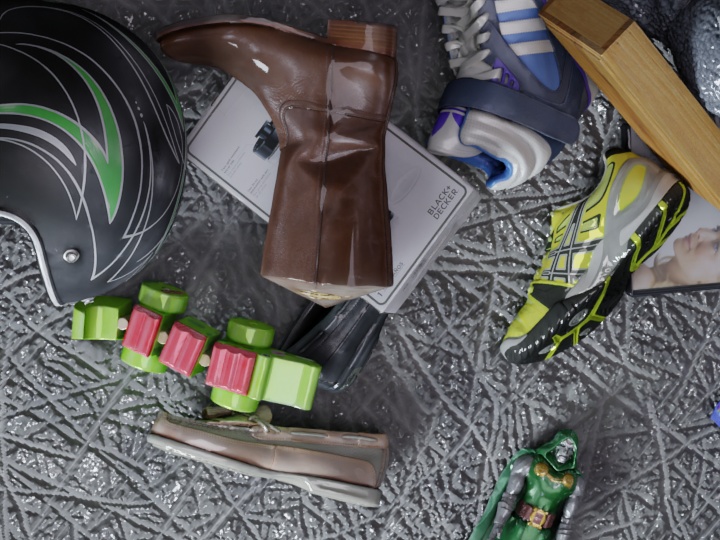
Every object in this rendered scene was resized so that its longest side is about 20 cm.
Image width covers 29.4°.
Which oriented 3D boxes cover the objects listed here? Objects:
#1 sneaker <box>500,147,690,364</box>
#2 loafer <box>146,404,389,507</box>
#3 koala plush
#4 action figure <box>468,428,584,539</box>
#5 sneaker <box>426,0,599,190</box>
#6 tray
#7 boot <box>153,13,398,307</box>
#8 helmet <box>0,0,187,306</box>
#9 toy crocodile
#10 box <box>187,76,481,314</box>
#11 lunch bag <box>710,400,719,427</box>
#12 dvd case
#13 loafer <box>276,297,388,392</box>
[{"bbox_3d":[0.178,-0.009,1.108,0.076,0.075,0.200,46,104,25],"label":"sneaker"},{"bbox_3d":[-0.070,0.137,1.100,0.198,0.072,0.063,19,81,-18],"label":"loafer"},{"bbox_3d":[0.260,-0.188,0.992,0.182,0.178,0.201,-21,67,3],"label":"koala plush"},{"bbox_3d":[0.137,0.225,1.151,0.117,0.055,0.202,21,94,-9],"label":"action figure"},{"bbox_3d":[0.086,-0.158,1.029,0.147,0.080,0.200,-48,111,-23],"label":"sneaker"},{"bbox_3d":[0.218,-0.122,1.017,0.037,0.099,0.200,-44,124,5],"label":"tray"},{"bbox_3d":[-0.063,-0.076,0.975,0.185,0.064,0.202,4,93,13],"label":"boot"},{"bbox_3d":[-0.214,-0.084,0.968,0.189,0.200,0.201,22,97,-5],"label":"helmet"},{"bbox_3d":[-0.126,0.061,1.059,0.198,0.062,0.068,21,99,8],"label":"toy crocodile"},{"bbox_3d":[-0.022,-0.073,1.025,0.199,0.060,0.117,37,94,10],"label":"box"},{"bbox_3d":[0.395,0.113,1.119,0.200,0.094,0.151,40,106,21],"label":"lunch bag"},{"bbox_3d":[0.313,-0.057,1.136,0.198,0.018,0.144,-5,101,-8],"label":"dvd case"},{"bbox_3d":[0.000,0.000,1.075,0.070,0.068,0.202,25,100,-21],"label":"loafer"}]
